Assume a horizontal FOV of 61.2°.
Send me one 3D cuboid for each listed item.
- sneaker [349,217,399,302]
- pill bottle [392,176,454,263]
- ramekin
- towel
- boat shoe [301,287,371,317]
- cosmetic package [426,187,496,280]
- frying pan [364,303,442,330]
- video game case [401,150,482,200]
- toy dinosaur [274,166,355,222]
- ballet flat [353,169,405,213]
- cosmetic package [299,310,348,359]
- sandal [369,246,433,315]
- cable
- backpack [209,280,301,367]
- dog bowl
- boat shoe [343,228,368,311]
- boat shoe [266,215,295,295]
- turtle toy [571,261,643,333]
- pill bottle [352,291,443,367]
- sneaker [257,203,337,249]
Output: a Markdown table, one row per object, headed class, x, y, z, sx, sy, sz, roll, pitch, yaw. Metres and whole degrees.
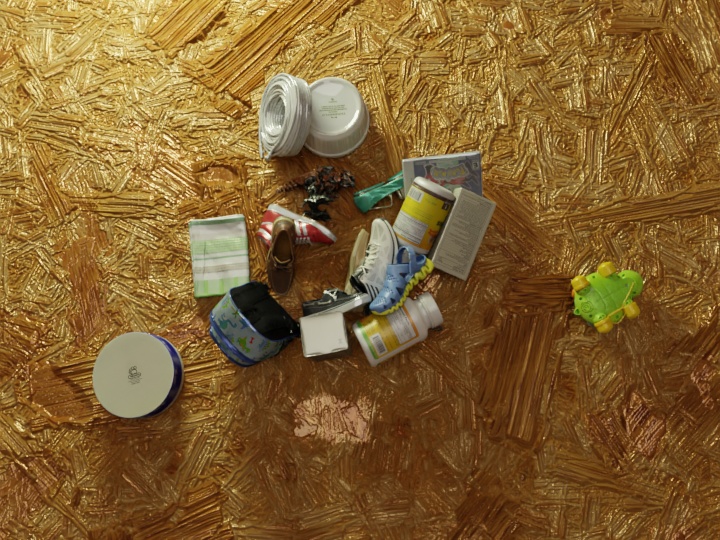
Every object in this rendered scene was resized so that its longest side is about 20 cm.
| class | x | y | z | sx | sy | sz | roll | pitch | yaw |
| --- | --- | --- | --- | --- | --- | --- | --- | --- | --- |
| sneaker | 0.030 | -0.022 | 1.440 | 0.114 | 0.075 | 0.204 | -8 | 93 | -37 |
| pill bottle | 0.141 | -0.116 | 1.479 | 0.108 | 0.109 | 0.202 | 27 | 104 | 6 |
| ramekin | -0.074 | -0.405 | 1.579 | 0.198 | 0.094 | 0.206 | 0 | 77 | 1 |
| towel | -0.356 | -0.038 | 1.537 | 0.146 | 0.031 | 0.204 | -7 | 78 | 0 |
| boat shoe | -0.063 | 0.074 | 1.449 | 0.198 | 0.071 | 0.069 | -20 | 85 | 39 |
| cosmetic package | 0.244 | -0.089 | 1.490 | 0.102 | 0.073 | 0.203 | 23 | 93 | -7 |
| frying pan | 0.102 | 0.100 | 1.501 | 0.186 | 0.031 | 0.117 | -5 | 79 | -4 |
| video game case | 0.208 | -0.196 | 1.527 | 0.196 | 0.023 | 0.186 | -7 | 106 | -1 |
| toy dinosaur | -0.112 | -0.205 | 1.554 | 0.197 | 0.102 | 0.138 | -15 | 62 | 16 |
| ballet flat | 0.078 | -0.204 | 1.558 | 0.198 | 0.067 | 0.071 | -27 | 103 | -5 |
| cosmetic package | -0.077 | 0.155 | 1.405 | 0.101 | 0.200 | 0.089 | -9 | 79 | -2 |
| sandal | 0.083 | 0.019 | 1.405 | 0.200 | 0.079 | 0.088 | -49 | 118 | -27 |
| cable | -0.189 | -0.388 | 1.530 | 0.068 | 0.199 | 0.204 | 2 | 78 | -37 |
| backpack | -0.259 | 0.133 | 1.413 | 0.147 | 0.200 | 0.183 | -44 | 82 | 12 |
| dog bowl | -0.528 | 0.250 | 1.452 | 0.196 | 0.079 | 0.204 | 0 | 78 | 0 |
| boat shoe | 0.000 | 0.000 | 1.509 | 0.063 | 0.071 | 0.204 | 12 | 88 | -1 |
| boat shoe | -0.192 | -0.026 | 1.468 | 0.071 | 0.068 | 0.203 | 4 | 116 | -7 |
| turtle toy | 0.598 | 0.060 | 1.468 | 0.198 | 0.101 | 0.147 | -26 | 78 | -5 |
| pill bottle | 0.089 | 0.132 | 1.426 | 0.198 | 0.111 | 0.112 | -28 | 79 | -3 |
| sneaker | -0.164 | -0.080 | 1.522 | 0.197 | 0.071 | 0.114 | 23 | 75 | 13 |
